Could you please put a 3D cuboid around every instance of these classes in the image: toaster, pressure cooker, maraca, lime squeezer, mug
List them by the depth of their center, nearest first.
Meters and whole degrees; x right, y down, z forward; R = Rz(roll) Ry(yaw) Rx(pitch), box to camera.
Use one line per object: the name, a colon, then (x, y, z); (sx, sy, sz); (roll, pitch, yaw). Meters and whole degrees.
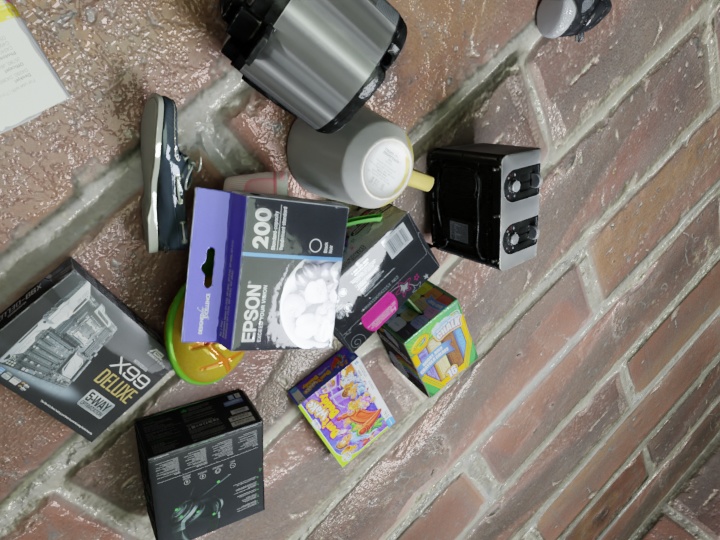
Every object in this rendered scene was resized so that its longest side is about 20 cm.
pressure cooker: (-0.067, -0.285, 0.640); (0.199, 0.176, 0.179); (33, 91, -25)
maraca: (-0.205, 0.058, 0.765); (0.137, 0.106, 0.202); (21, 75, -56)
mug: (0.011, -0.164, 0.770); (0.185, 0.153, 0.151); (-23, 122, -24)
lime squeezer: (-0.073, -0.079, 0.808); (0.198, 0.071, 0.038); (15, 66, -10)
toaster: (0.199, -0.111, 0.908); (0.118, 0.199, 0.183); (-15, 111, -30)

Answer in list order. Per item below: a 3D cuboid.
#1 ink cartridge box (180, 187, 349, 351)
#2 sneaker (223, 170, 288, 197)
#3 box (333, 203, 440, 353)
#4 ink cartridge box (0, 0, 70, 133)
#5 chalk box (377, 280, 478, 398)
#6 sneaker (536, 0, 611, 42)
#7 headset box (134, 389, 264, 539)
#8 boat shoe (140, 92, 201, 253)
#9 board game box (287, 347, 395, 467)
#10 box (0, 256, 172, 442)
ink cartridge box: (-0.119, 0.003, 0.706); (0.198, 0.043, 0.200); (2, 101, -29)
sneaker: (-0.153, -0.042, 0.768); (0.104, 0.075, 0.202); (-2, 118, -11)
box: (0.000, 0.000, 0.865); (0.200, 0.115, 0.132); (-44, 127, -9)
ink cartridge box: (-0.385, -0.219, 0.482); (0.146, 0.147, 0.201); (-35, 126, -16)
chalk box: (0.105, 0.098, 0.975); (0.124, 0.125, 0.201); (-36, 128, -14)
sneaker: (0.370, -0.486, 0.911); (0.113, 0.075, 0.202); (-3, 119, -33)
headset box: (-0.246, 0.315, 0.862); (0.173, 0.093, 0.202); (-12, 118, -29)
boat shoe: (-0.235, -0.114, 0.679); (0.061, 0.075, 0.202); (-5, 116, -30)
board game box: (-0.029, 0.252, 1.008); (0.134, 0.045, 0.201); (-37, 127, -14)
box: (-0.362, 0.107, 0.713); (0.158, 0.050, 0.201); (-42, 128, -11)
